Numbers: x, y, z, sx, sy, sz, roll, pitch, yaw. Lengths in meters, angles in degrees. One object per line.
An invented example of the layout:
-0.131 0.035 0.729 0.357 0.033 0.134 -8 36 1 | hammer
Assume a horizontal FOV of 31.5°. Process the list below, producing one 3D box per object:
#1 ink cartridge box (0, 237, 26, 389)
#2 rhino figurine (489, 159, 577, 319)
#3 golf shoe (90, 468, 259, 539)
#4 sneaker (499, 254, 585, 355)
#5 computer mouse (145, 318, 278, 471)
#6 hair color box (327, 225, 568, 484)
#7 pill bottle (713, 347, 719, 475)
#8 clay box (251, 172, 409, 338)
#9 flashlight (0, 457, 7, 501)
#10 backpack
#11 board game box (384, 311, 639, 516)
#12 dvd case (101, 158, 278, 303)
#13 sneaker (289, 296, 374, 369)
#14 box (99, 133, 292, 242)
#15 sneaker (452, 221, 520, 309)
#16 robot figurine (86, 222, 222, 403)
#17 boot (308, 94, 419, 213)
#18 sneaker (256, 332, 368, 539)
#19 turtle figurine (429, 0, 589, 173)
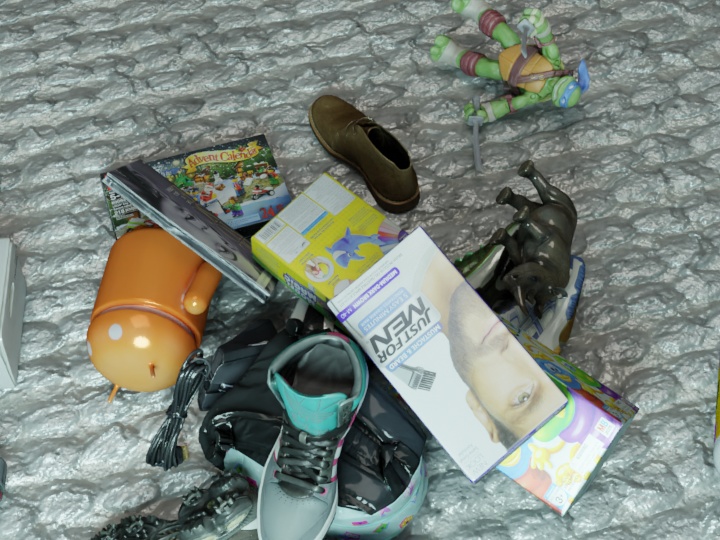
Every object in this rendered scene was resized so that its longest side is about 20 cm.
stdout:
-0.454 0.052 1.315 0.199 0.083 0.147 -4 50 -2 | ink cartridge box
0.179 -0.023 1.286 0.087 0.060 0.200 38 37 -18 | rhino figurine
-0.168 0.260 1.141 0.199 0.095 0.078 -24 34 15 | golf shoe
0.172 0.053 1.305 0.088 0.075 0.200 16 51 15 | sneaker
-0.133 0.128 1.237 0.046 0.141 0.200 29 17 13 | computer mouse
0.075 0.074 1.110 0.109 0.065 0.200 -40 78 -2 | hair color box
0.388 0.142 1.204 0.104 0.105 0.201 10 50 10 | pill bottle
0.000 0.000 1.287 0.200 0.048 0.115 38 64 18 | clay box
-0.363 0.259 1.148 0.068 0.068 0.201 -6 48 2 | flashlight
-0.029 0.162 1.185 0.199 0.127 0.167 29 68 22 | backpack
0.142 0.119 1.187 0.200 0.105 0.103 34 103 16 | board game box
-0.167 -0.045 1.319 0.200 0.149 0.016 38 99 -4 | dvd case
-0.004 0.028 1.340 0.111 0.073 0.201 13 58 7 | sneaker
-0.184 -0.076 1.447 0.199 0.038 0.137 -15 51 -11 | box
0.114 0.004 1.359 0.088 0.077 0.200 17 46 36 | sneaker
-0.211 0.037 1.298 0.143 0.117 0.201 4 53 6 | robot figurine
0.005 -0.158 1.490 0.073 0.076 0.200 -28 53 -19 | boot
-0.043 0.136 1.062 0.083 0.121 0.201 11 67 11 | sneaker
0.159 -0.253 1.523 0.199 0.144 0.194 -30 51 -26 | turtle figurine
